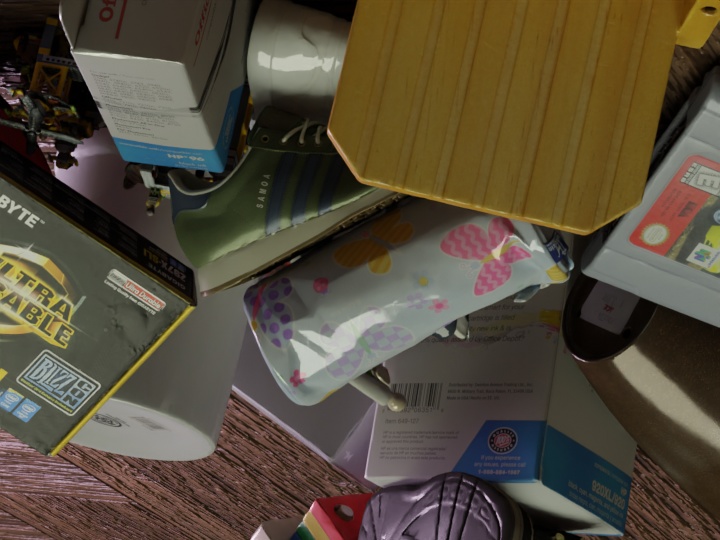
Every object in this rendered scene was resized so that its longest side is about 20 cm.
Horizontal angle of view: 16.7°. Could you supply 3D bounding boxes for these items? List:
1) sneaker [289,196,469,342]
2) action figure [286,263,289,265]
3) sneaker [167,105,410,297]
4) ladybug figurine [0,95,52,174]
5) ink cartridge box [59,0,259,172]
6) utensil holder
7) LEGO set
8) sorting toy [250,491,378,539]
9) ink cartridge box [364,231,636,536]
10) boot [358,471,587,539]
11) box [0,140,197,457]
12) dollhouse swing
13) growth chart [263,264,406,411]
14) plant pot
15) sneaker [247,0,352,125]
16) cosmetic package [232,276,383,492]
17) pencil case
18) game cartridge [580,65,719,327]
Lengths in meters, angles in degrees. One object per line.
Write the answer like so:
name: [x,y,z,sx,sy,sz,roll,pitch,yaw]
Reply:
sneaker: [0.059,-0.023,1.567,0.199,0.080,0.130,-32,106,9]
action figure: [0.000,0.000,1.655,0.200,0.099,0.065,12,153,-20]
sneaker: [-0.032,-0.063,1.489,0.200,0.090,0.067,-27,177,19]
ladybug figurine: [-0.274,-0.075,1.666,0.200,0.136,0.072,51,134,-1]
ink cartridge box: [-0.111,-0.148,1.407,0.068,0.116,0.200,8,162,9]
utensil holder: [-0.162,0.021,1.794,0.170,0.200,0.170,11,162,4]
LEGO set: [-0.143,-0.082,1.613,0.200,0.116,0.154,13,161,-2]
sorting toy: [0.053,0.243,1.829,0.199,0.200,0.070,0,134,-46]
ink cartridge box: [0.113,0.077,1.788,0.147,0.200,0.145,-2,159,33]
boot: [0.103,0.197,1.713,0.150,0.073,0.200,20,163,-25]
box: [-0.234,0.013,1.617,0.200,0.049,0.160,36,114,-24]
dollhouse swing: [0.085,-0.137,1.232,0.200,0.176,0.182,14,161,-3]
growth chart: [-0.036,0.005,1.731,0.018,0.200,0.145,-36,146,19]
plant pot: [0.241,0.061,1.712,0.200,0.187,0.187,31,154,-33]
sneaker: [-0.003,-0.098,1.552,0.115,0.074,0.200,12,160,9]
cosmetic package: [-0.042,0.070,1.890,0.200,0.107,0.090,37,176,32]
pencil case: [0.029,0.007,1.494,0.200,0.083,0.091,-26,135,11]
game cartridge: [0.236,-0.038,1.531,0.133,0.041,0.200,18,140,-10]
